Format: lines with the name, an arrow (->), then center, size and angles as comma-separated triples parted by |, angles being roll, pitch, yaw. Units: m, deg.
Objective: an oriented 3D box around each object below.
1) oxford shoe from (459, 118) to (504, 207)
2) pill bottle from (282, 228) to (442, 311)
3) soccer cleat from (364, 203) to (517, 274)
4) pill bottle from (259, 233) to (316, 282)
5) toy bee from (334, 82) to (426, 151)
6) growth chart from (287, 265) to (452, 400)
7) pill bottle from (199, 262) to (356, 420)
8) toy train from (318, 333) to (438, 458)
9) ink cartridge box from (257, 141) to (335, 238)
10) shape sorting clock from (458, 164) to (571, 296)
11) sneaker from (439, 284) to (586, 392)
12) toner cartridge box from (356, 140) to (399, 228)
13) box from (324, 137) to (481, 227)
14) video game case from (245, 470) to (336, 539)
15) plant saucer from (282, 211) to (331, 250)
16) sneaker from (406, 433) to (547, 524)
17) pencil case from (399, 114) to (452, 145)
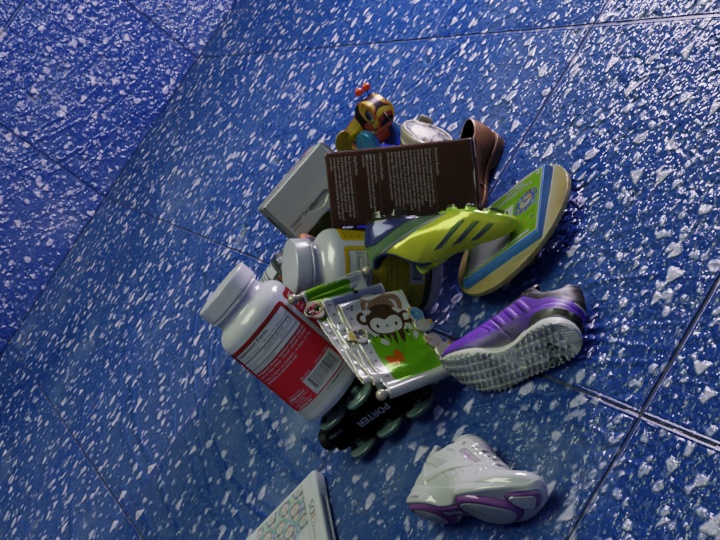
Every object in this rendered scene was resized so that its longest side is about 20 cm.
oxford shoe -> 0.142, -0.126, 1.601 | 0.071, 0.071, 0.202 | -21, 43, 47
pill bottle -> 0.000, 0.000, 1.514 | 0.112, 0.197, 0.114 | 180, 90, -72
soccer cleat -> 0.101, -0.038, 1.426 | 0.197, 0.065, 0.085 | -4, 84, 18
pill bottle -> -0.113, 0.043, 1.764 | 0.201, 0.105, 0.106 | -57, 24, 13
toy bee -> 0.021, -0.240, 1.798 | 0.199, 0.109, 0.131 | -28, 9, 36
growth chart -> 0.023, 0.074, 1.390 | 0.144, 0.200, 0.018 | -26, -31, -31
pill bottle -> -0.102, 0.087, 1.436 | 0.112, 0.200, 0.112 | -47, 9, 10
toy train -> 0.024, 0.155, 1.451 | 0.199, 0.085, 0.115 | -39, 20, 29
ink cartridge box -> -0.091, -0.129, 1.870 | 0.146, 0.083, 0.200 | -49, 8, -4
shape sorting clock -> 0.196, -0.050, 1.445 | 0.200, 0.039, 0.201 | -47, 22, 25
sneaker -> 0.181, 0.070, 1.302 | 0.199, 0.070, 0.100 | -23, 32, 42
toner cartridge box -> 0.056, -0.133, 1.788 | 0.095, 0.043, 0.202 | -25, 38, 46
box -> 0.058, -0.117, 1.498 | 0.197, 0.102, 0.075 | -3, 8, 13
video game case -> -0.106, 0.381, 1.459 | 0.200, 0.024, 0.183 | -48, 26, 16
plant saucer -> -0.090, -0.007, 1.902 | 0.200, 0.031, 0.201 | -40, 29, 27
sneaker -> 0.123, 0.214, 1.203 | 0.199, 0.075, 0.101 | -16, 46, 53
pencil case -> 0.074, -0.111, 1.596 | 0.090, 0.077, 0.202 | -112, 31, -60
